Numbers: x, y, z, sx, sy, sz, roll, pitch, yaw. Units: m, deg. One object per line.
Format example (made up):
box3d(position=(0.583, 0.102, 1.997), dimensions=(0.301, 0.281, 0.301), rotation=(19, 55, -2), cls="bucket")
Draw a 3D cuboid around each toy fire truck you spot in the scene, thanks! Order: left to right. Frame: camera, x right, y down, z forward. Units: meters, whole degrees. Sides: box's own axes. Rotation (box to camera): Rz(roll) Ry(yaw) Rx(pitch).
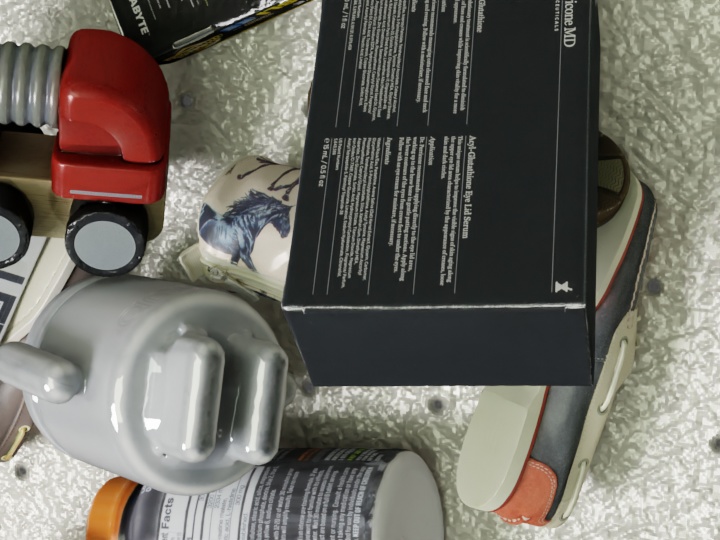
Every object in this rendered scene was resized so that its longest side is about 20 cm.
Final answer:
box3d(position=(-0.191, -0.117, 0.987), dimensions=(0.175, 0.129, 0.201), rotation=(4, 128, -5), cls="toy fire truck")

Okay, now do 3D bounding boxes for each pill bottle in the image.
box3d(position=(-0.060, 0.156, 1.045), dimensions=(0.199, 0.106, 0.107), rotation=(-2, 100, 25), cls="pill bottle")

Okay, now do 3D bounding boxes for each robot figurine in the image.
box3d(position=(-0.119, 0.061, 1.010), dimensions=(0.200, 0.169, 0.113), rotation=(8, 88, 53), cls="robot figurine")

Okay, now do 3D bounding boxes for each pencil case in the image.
box3d(position=(0.000, 0.000, 0.974), dimensions=(0.200, 0.090, 0.078), rotation=(20, 153, 36), cls="pencil case")

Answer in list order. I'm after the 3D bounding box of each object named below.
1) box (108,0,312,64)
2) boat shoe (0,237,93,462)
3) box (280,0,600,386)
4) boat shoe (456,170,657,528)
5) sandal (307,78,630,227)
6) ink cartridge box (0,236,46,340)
box3d(position=(-0.090, -0.235, 1.011), dimensions=(0.159, 0.049, 0.201), rotation=(-20, 92, 24), cls="box")
box3d(position=(-0.202, 0.039, 1.112), dimensions=(0.200, 0.059, 0.072), rotation=(-56, 36, 20), cls="boat shoe")
box3d(position=(0.046, -0.046, 0.881), dimensions=(0.141, 0.079, 0.201), rotation=(-2, 56, 13), cls="box")
box3d(position=(0.117, 0.044, 0.965), dimensions=(0.071, 0.062, 0.201), rotation=(27, 97, 62), cls="boat shoe")
box3d(position=(0.056, -0.065, 0.973), dimensions=(0.199, 0.055, 0.082), rotation=(21, 65, 24), cls="sandal")
box3d(position=(-0.261, 0.041, 1.103), dimensions=(0.099, 0.039, 0.201), rotation=(33, 102, 51), cls="ink cartridge box")
